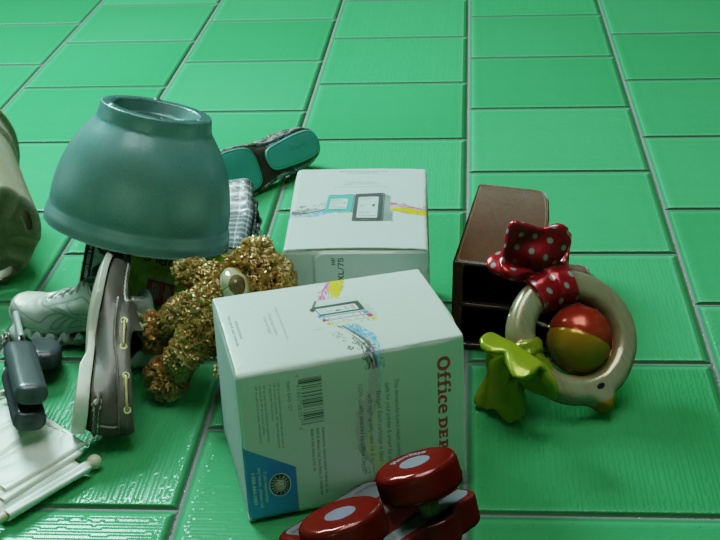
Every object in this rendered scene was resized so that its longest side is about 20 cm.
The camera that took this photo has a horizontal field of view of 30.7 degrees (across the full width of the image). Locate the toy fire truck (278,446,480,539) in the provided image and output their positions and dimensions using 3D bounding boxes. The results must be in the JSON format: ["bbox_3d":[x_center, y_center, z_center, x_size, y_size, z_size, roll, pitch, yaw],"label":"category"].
[{"bbox_3d":[-0.005,0.217,1.006,0.199,0.113,0.167,-26,11,-39],"label":"toy fire truck"}]

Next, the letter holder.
[{"bbox_3d":[0.181,-0.004,1.410,0.140,0.102,0.200,5,28,11],"label":"letter holder"}]

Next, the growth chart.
[{"bbox_3d":[-0.335,0.167,1.208,0.144,0.018,0.199,-24,34,-35],"label":"growth chart"}]

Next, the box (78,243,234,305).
[{"bbox_3d":[-0.198,0.002,1.410,0.198,0.076,0.050,15,11,6],"label":"box"}]

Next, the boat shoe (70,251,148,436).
[{"bbox_3d":[-0.237,0.070,1.267,0.059,0.072,0.202,9,50,-11],"label":"boat shoe"}]

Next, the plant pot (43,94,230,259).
[{"bbox_3d":[-0.225,-0.108,1.382,0.198,0.136,0.200,12,15,-3],"label":"plant pot"}]

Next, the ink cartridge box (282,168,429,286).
[{"bbox_3d":[0.000,0.000,1.365,0.144,0.148,0.201,0,27,3],"label":"ink cartridge box"}]

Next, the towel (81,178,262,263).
[{"bbox_3d":[-0.212,-0.038,1.528,0.197,0.086,0.166,-2,27,0],"label":"towel"}]

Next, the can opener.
[{"bbox_3d":[-0.322,0.094,1.283,0.066,0.053,0.200,1,18,-16],"label":"can opener"}]

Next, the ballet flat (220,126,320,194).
[{"bbox_3d":[-0.144,-0.139,1.760,0.199,0.073,0.072,-23,33,-35],"label":"ballet flat"}]

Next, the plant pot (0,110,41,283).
[{"bbox_3d":[-0.470,-0.081,1.547,0.199,0.202,0.184,-17,41,-26],"label":"plant pot"}]

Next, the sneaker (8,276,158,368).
[{"bbox_3d":[-0.290,0.040,1.387,0.198,0.082,0.075,10,31,26],"label":"sneaker"}]

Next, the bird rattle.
[{"bbox_3d":[0.186,0.054,1.256,0.162,0.113,0.202,23,59,-6],"label":"bird rattle"}]

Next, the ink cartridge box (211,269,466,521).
[{"bbox_3d":[-0.019,0.104,1.160,0.198,0.149,0.145,-8,27,-12],"label":"ink cartridge box"}]

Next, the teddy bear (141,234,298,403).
[{"bbox_3d":[-0.149,0.046,1.260,0.199,0.147,0.067,-16,-30,37],"label":"teddy bear"}]
